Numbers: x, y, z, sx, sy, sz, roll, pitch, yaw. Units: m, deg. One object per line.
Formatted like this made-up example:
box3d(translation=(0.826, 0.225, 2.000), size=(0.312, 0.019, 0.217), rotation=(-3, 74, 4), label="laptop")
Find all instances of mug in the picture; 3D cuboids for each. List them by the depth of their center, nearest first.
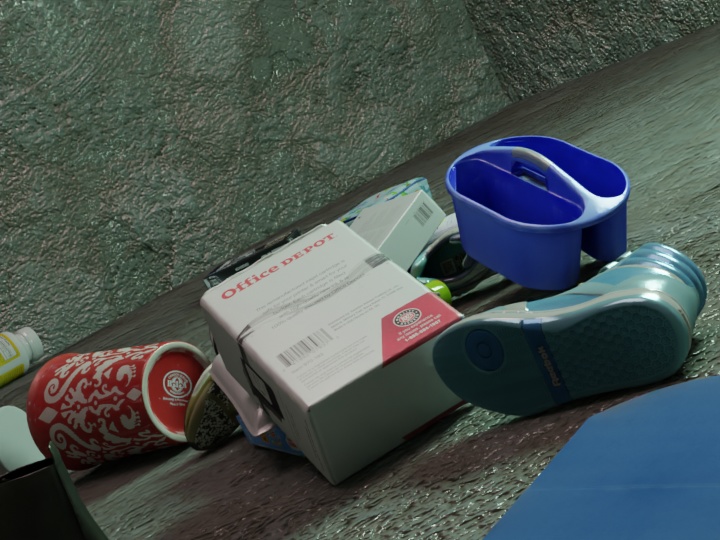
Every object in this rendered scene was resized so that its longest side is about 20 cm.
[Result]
box3d(translation=(-0.247, 0.135, 1.481), size=(0.199, 0.134, 0.177), rotation=(-15, 15, 43), label="mug")

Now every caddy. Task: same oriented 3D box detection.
box3d(translation=(0.173, -0.069, 1.300), size=(0.141, 0.106, 0.200), rotation=(-27, 35, -25), label="caddy")

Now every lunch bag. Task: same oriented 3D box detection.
box3d(translation=(0.028, -0.079, 2.207), size=(0.160, 0.083, 0.200), rotation=(-20, 10, 36), label="lunch bag")

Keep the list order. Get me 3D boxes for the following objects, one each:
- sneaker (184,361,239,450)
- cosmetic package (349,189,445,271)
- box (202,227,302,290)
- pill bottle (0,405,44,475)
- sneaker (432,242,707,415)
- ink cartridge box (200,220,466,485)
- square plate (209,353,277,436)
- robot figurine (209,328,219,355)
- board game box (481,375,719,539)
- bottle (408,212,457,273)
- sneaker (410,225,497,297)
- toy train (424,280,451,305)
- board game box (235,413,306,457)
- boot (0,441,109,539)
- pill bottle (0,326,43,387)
box3d(translation=(-0.089, 0.114, 1.314), size=(0.200, 0.077, 0.089), rotation=(-42, 42, -4), label="sneaker")
box3d(translation=(0.000, 0.000, 1.614), size=(0.200, 0.052, 0.150), rotation=(-54, 20, -23), label="cosmetic package")
box3d(translation=(-0.213, -0.016, 2.727), size=(0.199, 0.050, 0.158), rotation=(-25, 7, 10), label="box")
box3d(translation=(-0.491, 0.243, 1.618), size=(0.199, 0.114, 0.114), rotation=(-23, 8, 20), label="pill bottle")
box3d(translation=(0.158, 0.039, 0.955), size=(0.199, 0.080, 0.130), rotation=(-9, 18, 35), label="sneaker")
box3d(translation=(-0.020, 0.059, 1.071), size=(0.145, 0.084, 0.200), rotation=(-30, 36, -17), label="ink cartridge box")
box3d(translation=(-0.038, 0.063, 1.210), size=(0.197, 0.029, 0.200), rotation=(-29, 19, -10), label="square plate")
box3d(translation=(-0.108, 0.066, 1.484), size=(0.124, 0.152, 0.200), rotation=(-14, 5, -8), label="robot figurine")
box3d(translation=(0.145, 0.116, 0.619), size=(0.157, 0.039, 0.200), rotation=(-11, 21, 46), label="board game box")
box3d(translation=(0.097, -0.029, 1.679), size=(0.199, 0.066, 0.083), rotation=(-22, 7, 28), label="bottle")
box3d(translation=(0.141, -0.027, 1.428), size=(0.199, 0.078, 0.086), rotation=(-34, -13, 20), label="sneaker")
box3d(translation=(0.052, 0.037, 1.367), size=(0.115, 0.085, 0.199), rotation=(-13, -2, -42), label="toy train")
box3d(translation=(-0.014, 0.111, 1.188), size=(0.151, 0.037, 0.200), rotation=(-29, 9, -21), label="board game box")
box3d(translation=(-0.256, 0.215, 0.899), size=(0.199, 0.139, 0.077), rotation=(-27, 7, -2), label="boot")
box3d(translation=(-0.834, 0.209, 3.059), size=(0.199, 0.112, 0.111), rotation=(-31, 9, -38), label="pill bottle")
